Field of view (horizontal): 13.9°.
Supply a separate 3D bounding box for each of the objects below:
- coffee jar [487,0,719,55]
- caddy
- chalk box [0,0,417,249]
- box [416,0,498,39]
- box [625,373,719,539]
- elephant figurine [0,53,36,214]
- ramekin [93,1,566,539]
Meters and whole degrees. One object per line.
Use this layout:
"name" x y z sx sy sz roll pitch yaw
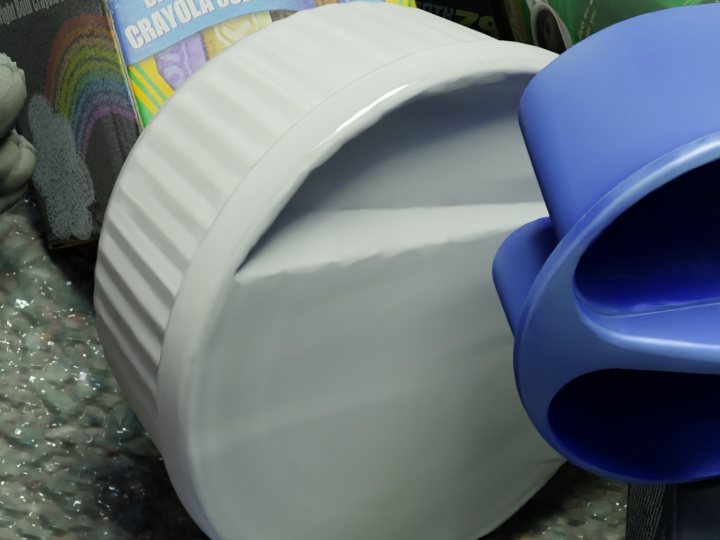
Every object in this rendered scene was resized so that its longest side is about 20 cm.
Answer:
"coffee jar" 0.116 -0.085 1.070 0.085 0.104 0.200 -26 34 -11
"caddy" 0.135 -0.004 0.920 0.199 0.142 0.105 -8 43 -17
"chalk box" -0.067 -0.121 1.097 0.124 0.201 0.124 -16 5 -26
"box" 0.051 -0.174 1.302 0.157 0.051 0.200 12 43 2
"box" 0.167 0.113 0.983 0.148 0.107 0.200 9 44 0
"elephant figurine" -0.220 -0.082 1.102 0.155 0.142 0.200 2 38 -47
"ramekin" 0.000 0.000 1.011 0.202 0.203 0.094 -19 39 -28
